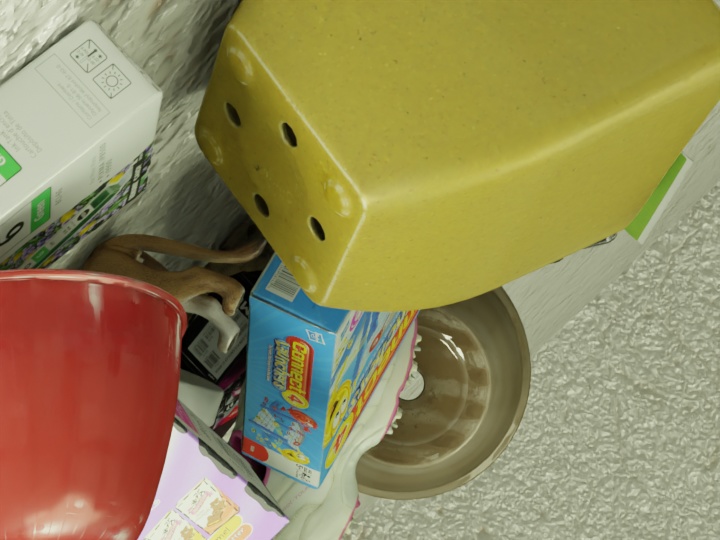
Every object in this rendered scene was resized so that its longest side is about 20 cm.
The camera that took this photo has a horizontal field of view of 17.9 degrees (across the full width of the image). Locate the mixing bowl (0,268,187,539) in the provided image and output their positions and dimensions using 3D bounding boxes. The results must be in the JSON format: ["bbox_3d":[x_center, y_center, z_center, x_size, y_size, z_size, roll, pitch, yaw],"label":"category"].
[{"bbox_3d":[-0.163,0.086,0.988,0.198,0.109,0.200,-11,161,-4],"label":"mixing bowl"}]

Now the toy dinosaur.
[{"bbox_3d":[-0.051,-0.024,1.484,0.199,0.058,0.101,-27,176,-41],"label":"toy dinosaur"}]

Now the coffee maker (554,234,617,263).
[{"bbox_3d":[0.148,-0.092,1.734,0.192,0.135,0.200,-38,167,-32],"label":"coffee maker"}]

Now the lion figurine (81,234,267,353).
[{"bbox_3d":[-0.142,0.045,1.264,0.201,0.122,0.072,-62,174,9],"label":"lion figurine"}]

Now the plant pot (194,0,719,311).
[{"bbox_3d":[0.032,-0.093,1.136,0.199,0.196,0.194,-29,165,-25],"label":"plant pot"}]

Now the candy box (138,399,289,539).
[{"bbox_3d":[-0.164,0.119,1.176,0.168,0.072,0.200,-44,126,1],"label":"candy box"}]

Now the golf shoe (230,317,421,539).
[{"bbox_3d":[-0.027,0.096,1.458,0.201,0.091,0.075,-66,-169,-20],"label":"golf shoe"}]

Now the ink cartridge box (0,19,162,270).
[{"bbox_3d":[-0.176,-0.012,0.980,0.200,0.050,0.109,-41,170,-21],"label":"ink cartridge box"}]

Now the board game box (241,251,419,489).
[{"bbox_3d":[0.000,0.000,1.365,0.201,0.056,0.196,-60,168,-29],"label":"board game box"}]

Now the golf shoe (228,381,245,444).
[{"bbox_3d":[-0.062,0.137,1.547,0.092,0.075,0.201,-91,-156,-57],"label":"golf shoe"}]

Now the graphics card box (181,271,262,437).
[{"bbox_3d":[-0.097,0.063,1.612,0.200,0.051,0.125,-52,167,29],"label":"graphics card box"}]

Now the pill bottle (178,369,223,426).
[{"bbox_3d":[-0.158,0.156,1.435,0.111,0.110,0.201,15,95,-79],"label":"pill bottle"}]

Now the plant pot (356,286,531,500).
[{"bbox_3d":[0.032,0.075,1.666,0.200,0.200,0.174,-44,-179,1],"label":"plant pot"}]

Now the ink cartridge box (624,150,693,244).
[{"bbox_3d":[0.126,-0.128,1.301,0.076,0.200,0.148,-41,170,-16],"label":"ink cartridge box"}]
